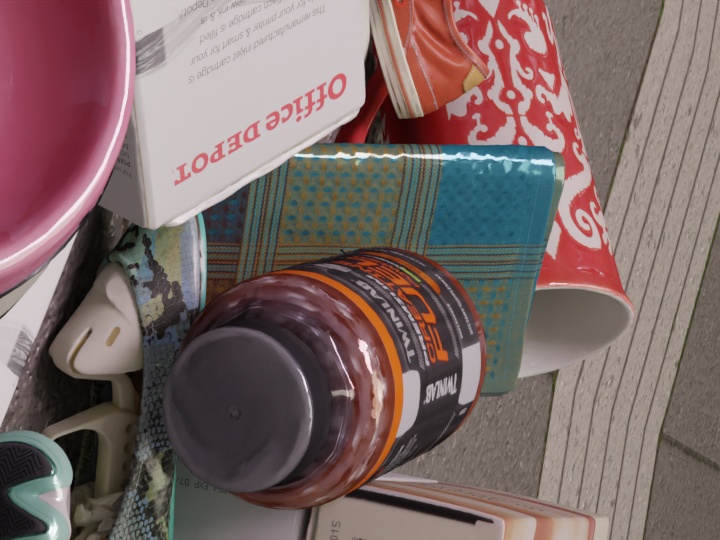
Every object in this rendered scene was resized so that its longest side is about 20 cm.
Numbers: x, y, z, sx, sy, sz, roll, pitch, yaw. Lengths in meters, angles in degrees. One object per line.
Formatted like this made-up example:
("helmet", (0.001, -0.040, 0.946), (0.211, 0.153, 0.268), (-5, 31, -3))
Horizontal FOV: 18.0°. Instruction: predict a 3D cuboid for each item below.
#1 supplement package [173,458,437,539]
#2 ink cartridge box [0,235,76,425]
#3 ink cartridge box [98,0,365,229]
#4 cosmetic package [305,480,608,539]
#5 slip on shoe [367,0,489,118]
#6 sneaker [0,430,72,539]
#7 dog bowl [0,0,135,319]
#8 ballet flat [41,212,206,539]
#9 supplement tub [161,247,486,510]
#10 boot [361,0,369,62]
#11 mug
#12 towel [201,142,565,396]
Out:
("supplement package", (-0.047, 0.151, 1.193), (0.200, 0.113, 0.111), (18, 82, -68))
("ink cartridge box", (-0.185, 0.010, 0.820), (0.146, 0.083, 0.201), (59, 45, -58))
("ink cartridge box", (-0.076, -0.141, 0.981), (0.145, 0.083, 0.201), (-33, 133, -38))
("cosmetic package", (0.050, 0.156, 1.151), (0.200, 0.103, 0.088), (18, 82, -70))
("slip on shoe", (0.024, -0.184, 1.225), (0.074, 0.061, 0.202), (-10, 86, -86))
("sneaker", (-0.157, 0.171, 0.992), (0.201, 0.077, 0.140), (-68, 159, -4))
("dog bowl", (-0.159, -0.069, 0.717), (0.199, 0.074, 0.202), (6, 79, -32))
("ballet flat", (-0.114, 0.061, 1.057), (0.074, 0.074, 0.202), (-16, 113, -66))
("supplement tub", (-0.017, 0.049, 1.042), (0.200, 0.106, 0.108), (-17, 116, -69))
("boot", (-0.048, -0.140, 1.122), (0.145, 0.072, 0.201), (-54, 151, -45))
("mug", (0.066, -0.060, 1.291), (0.177, 0.132, 0.202), (40, 38, -59))
("towel", (0.000, 0.000, 1.158), (0.022, 0.198, 0.148), (-121, -143, -54))
